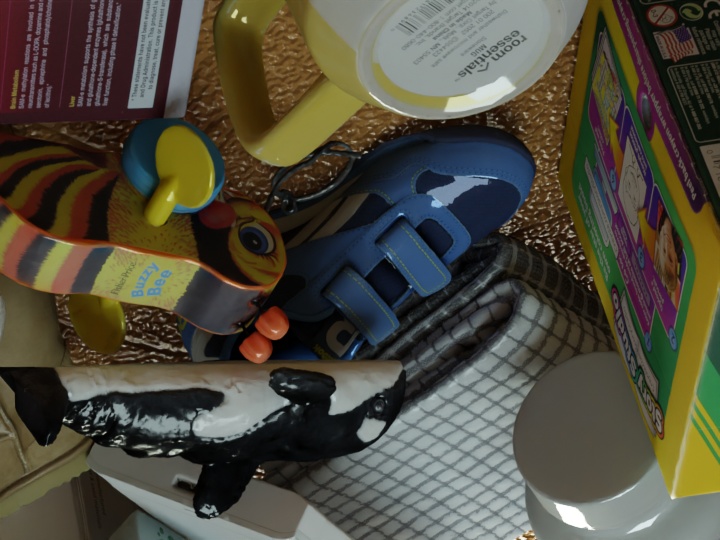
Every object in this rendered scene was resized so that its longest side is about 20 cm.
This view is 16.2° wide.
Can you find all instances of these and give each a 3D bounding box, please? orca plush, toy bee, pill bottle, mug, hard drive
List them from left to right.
[{"bbox_3d":[-0.075,-0.014,1.114,0.198,0.109,0.131,-14,147,-16],"label":"toy bee"},{"bbox_3d":[-0.066,0.077,1.137,0.105,0.072,0.199,0,179,43],"label":"orca plush"},{"bbox_3d":[-0.035,0.144,1.272,0.131,0.026,0.200,16,162,35],"label":"hard drive"},{"bbox_3d":[0.022,-0.131,1.021,0.148,0.154,0.187,-7,141,-11],"label":"mug"},{"bbox_3d":[0.148,0.122,1.275,0.110,0.112,0.200,-24,143,12],"label":"pill bottle"}]

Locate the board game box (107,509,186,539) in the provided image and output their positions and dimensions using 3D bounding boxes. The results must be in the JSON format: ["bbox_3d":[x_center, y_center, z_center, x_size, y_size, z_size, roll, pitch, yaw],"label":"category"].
[{"bbox_3d":[-0.082,0.236,1.299,0.199,0.064,0.148,34,109,-26],"label":"board game box"}]

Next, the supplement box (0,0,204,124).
[{"bbox_3d":[-0.167,-0.116,1.050,0.198,0.061,0.109,-3,140,-16],"label":"supplement box"}]

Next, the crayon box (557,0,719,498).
[{"bbox_3d":[0.149,-0.028,1.148,0.058,0.201,0.173,-8,141,-9],"label":"crayon box"}]

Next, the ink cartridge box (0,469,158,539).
[{"bbox_3d":[-0.132,0.186,1.408,0.146,0.083,0.199,-37,136,25],"label":"ink cartridge box"}]

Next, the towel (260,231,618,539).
[{"bbox_3d":[0.052,0.076,1.339,0.200,0.086,0.165,-36,138,22],"label":"towel"}]

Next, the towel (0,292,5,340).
[{"bbox_3d":[-0.242,0.056,1.122,0.132,0.035,0.201,28,118,-2],"label":"towel"}]

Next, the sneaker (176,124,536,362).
[{"bbox_3d":[0.000,0.000,1.229,0.199,0.083,0.074,-28,138,14],"label":"sneaker"}]

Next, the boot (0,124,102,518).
[{"bbox_3d":[-0.213,0.041,1.174,0.175,0.066,0.201,-35,135,-21],"label":"boot"}]
